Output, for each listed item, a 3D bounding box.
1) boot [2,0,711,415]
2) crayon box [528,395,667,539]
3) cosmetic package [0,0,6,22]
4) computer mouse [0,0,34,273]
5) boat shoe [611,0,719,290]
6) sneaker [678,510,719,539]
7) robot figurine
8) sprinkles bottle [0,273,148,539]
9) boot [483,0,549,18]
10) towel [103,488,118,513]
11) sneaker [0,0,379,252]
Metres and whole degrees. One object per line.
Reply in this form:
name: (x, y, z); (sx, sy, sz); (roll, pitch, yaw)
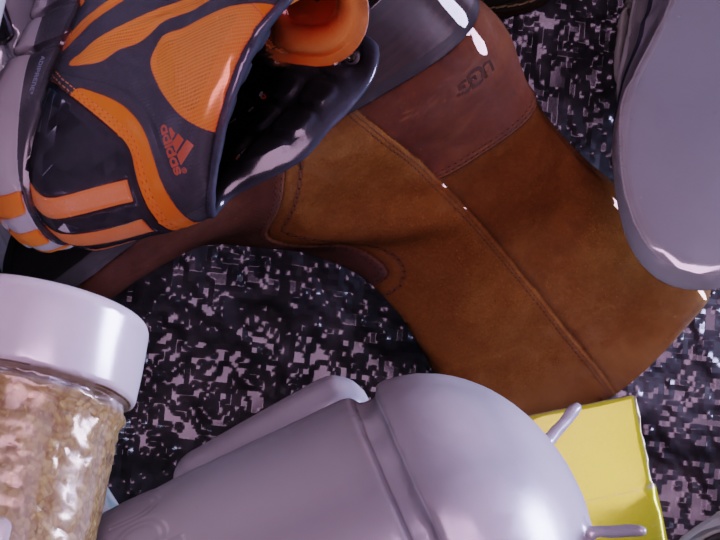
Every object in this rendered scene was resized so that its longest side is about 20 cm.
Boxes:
boot: (0.000, 0.000, 0.975); (0.188, 0.068, 0.200); (-41, 127, 2)
crayon box: (0.054, 0.153, 0.998); (0.127, 0.051, 0.200); (-9, 87, -10)
cosmetic package: (-0.201, -0.103, 0.825); (0.200, 0.165, 0.165); (12, 113, -8)
computer mouse: (-0.118, -0.077, 0.954); (0.110, 0.044, 0.200); (-24, 116, -9)
boat shoe: (0.120, -0.073, 0.992); (0.072, 0.066, 0.200); (6, 60, -4)
sneaker: (0.093, 0.161, 0.945); (0.074, 0.089, 0.200); (36, 105, 1)
robot figurine: (-0.009, 0.105, 0.907); (0.200, 0.113, 0.170); (-26, 48, 0)
sprinkles bottle: (-0.117, 0.104, 0.855); (0.068, 0.068, 0.200); (13, 75, -8)
boot: (-0.011, -0.111, 0.987); (0.200, 0.097, 0.075); (-14, 88, -10)
towel: (-0.173, 0.124, 0.966); (0.200, 0.048, 0.171); (-32, 91, -11)
sneaker: (-0.042, -0.096, 0.890); (0.112, 0.078, 0.200); (-5, 62, 31)
